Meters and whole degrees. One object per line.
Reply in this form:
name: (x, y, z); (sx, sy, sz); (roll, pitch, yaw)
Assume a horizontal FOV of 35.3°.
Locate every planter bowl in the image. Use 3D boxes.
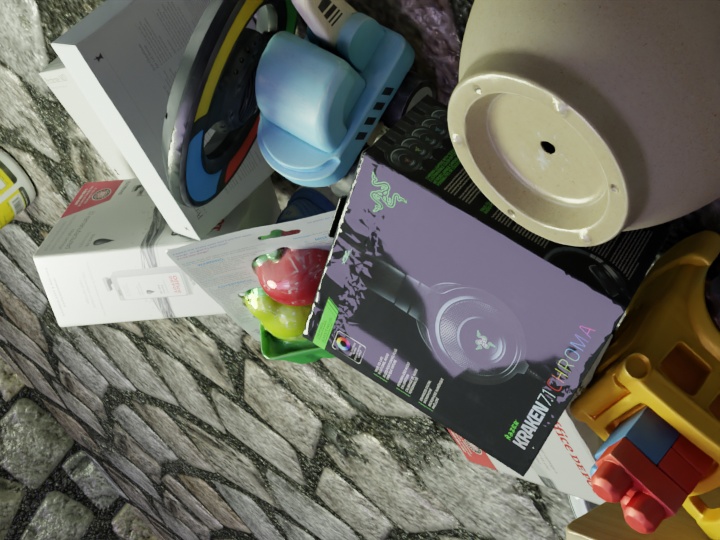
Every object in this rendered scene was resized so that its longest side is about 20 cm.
planter bowl: (0.134, -0.100, 0.637); (0.200, 0.135, 0.201); (34, 154, 19)

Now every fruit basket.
fruit basket: (-0.035, 0.001, 0.921); (0.184, 0.094, 0.200); (-13, 147, 13)

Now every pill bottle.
pill bottle: (-0.595, -0.087, 1.689); (0.112, 0.200, 0.113); (34, 154, 20)

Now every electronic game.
electronic game: (-0.092, -0.141, 0.843); (0.041, 0.201, 0.200); (23, 152, 6)

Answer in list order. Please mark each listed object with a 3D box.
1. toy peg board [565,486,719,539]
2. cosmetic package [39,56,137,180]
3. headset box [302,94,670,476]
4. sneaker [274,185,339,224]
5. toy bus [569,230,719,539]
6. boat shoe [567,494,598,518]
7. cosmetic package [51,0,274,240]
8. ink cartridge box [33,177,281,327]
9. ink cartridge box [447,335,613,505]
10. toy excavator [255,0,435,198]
toy peg board: (0.286, 0.211, 0.789); (0.199, 0.198, 0.099); (8, 112, 51)
cosmetic package: (-0.224, -0.150, 1.165); (0.107, 0.085, 0.201); (5, 137, 55)
headset box: (0.071, 0.007, 0.756); (0.199, 0.093, 0.175); (32, 133, 11)
sneaker: (0.000, 0.000, 1.052); (0.199, 0.089, 0.079); (31, 153, 21)
toy bus: (0.238, 0.107, 0.738); (0.200, 0.192, 0.136); (39, 154, 6)
boat shoe: (0.249, 0.262, 1.103); (0.071, 0.072, 0.200); (-5, 129, 53)
cosmetic package: (-0.144, -0.151, 0.961); (0.051, 0.151, 0.201); (14, 142, 47)
ink cartridge box: (-0.184, -0.025, 1.076); (0.198, 0.147, 0.083); (-5, 122, 13)
ink cartridge box: (0.155, 0.116, 1.006); (0.199, 0.083, 0.147); (9, 139, 52)
toy excavator: (-0.021, -0.162, 0.798); (0.100, 0.195, 0.200); (31, -179, 25)
